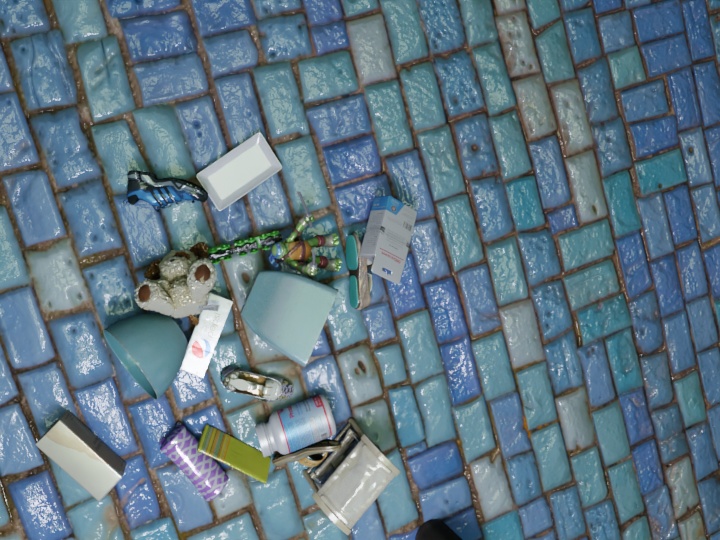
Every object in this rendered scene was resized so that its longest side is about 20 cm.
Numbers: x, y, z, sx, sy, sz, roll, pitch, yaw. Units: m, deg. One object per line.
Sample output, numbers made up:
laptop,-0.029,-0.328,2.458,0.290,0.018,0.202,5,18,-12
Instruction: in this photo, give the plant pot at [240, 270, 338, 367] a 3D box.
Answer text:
plant pot,-0.185,0.094,1.493,0.196,0.196,0.200,26,87,-6

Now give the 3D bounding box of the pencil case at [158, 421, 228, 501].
pencil case,-0.418,0.483,1.502,0.085,0.084,0.202,-33,100,25

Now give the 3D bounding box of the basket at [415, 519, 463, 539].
basket,0.231,0.773,1.629,0.134,0.200,0.184,-28,100,-12

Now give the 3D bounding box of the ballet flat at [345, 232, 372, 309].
ballet flat,0.000,0.000,1.605,0.066,0.067,0.206,-7,100,-34

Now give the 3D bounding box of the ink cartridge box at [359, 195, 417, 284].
ink cartridge box,0.069,-0.078,1.576,0.114,0.066,0.205,24,77,-40

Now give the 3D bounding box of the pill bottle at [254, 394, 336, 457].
pill bottle,-0.168,0.404,1.550,0.195,0.109,0.112,-18,97,-14

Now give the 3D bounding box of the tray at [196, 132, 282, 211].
tray,-0.306,-0.250,1.523,0.198,0.022,0.109,-36,102,-11

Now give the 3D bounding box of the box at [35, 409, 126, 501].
box,-0.659,0.438,1.428,0.078,0.095,0.201,-44,104,-9

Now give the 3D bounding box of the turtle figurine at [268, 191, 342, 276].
turtle figurine,-0.112,-0.060,1.490,0.191,0.145,0.201,4,130,-49

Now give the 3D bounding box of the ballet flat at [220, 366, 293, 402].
ballet flat,-0.263,0.299,1.539,0.195,0.072,0.074,17,89,-15

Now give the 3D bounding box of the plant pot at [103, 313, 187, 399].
plant pot,-0.490,0.181,1.422,0.134,0.199,0.202,-40,102,-30

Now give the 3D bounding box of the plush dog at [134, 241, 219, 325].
plush dog,-0.427,0.023,1.441,0.195,0.162,0.175,-20,54,-1

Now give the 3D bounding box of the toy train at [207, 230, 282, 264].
toy train,-0.292,-0.062,1.518,0.195,0.056,0.043,-17,111,-14

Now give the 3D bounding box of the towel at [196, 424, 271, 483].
towel,-0.319,0.469,1.529,0.197,0.087,0.018,32,116,-15

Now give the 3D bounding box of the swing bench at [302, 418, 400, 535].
swing bench,-0.028,0.522,1.546,0.130,0.200,0.199,45,82,-12

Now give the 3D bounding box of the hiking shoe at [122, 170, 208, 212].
hiking shoe,-0.470,-0.183,1.464,0.194,0.074,0.089,11,98,-5

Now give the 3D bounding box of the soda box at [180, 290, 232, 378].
soda box,-0.385,0.157,1.501,0.067,0.064,0.205,22,86,-14

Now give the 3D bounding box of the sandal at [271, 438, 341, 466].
sandal,-0.135,0.482,1.557,0.195,0.080,0.055,-19,88,12
